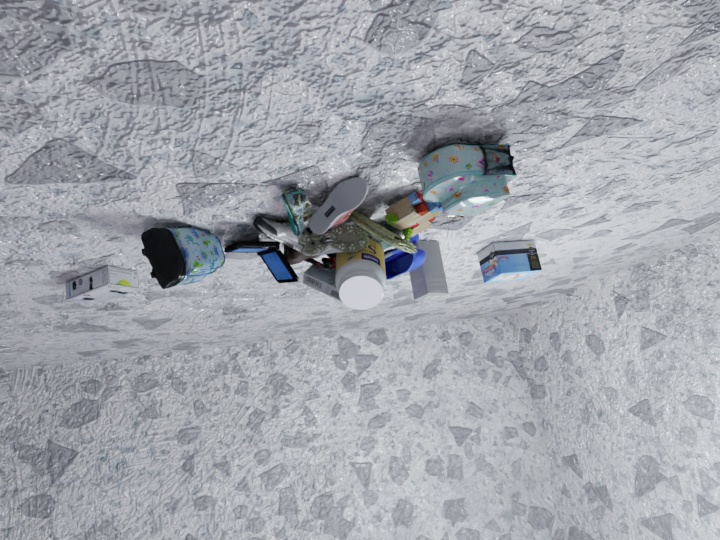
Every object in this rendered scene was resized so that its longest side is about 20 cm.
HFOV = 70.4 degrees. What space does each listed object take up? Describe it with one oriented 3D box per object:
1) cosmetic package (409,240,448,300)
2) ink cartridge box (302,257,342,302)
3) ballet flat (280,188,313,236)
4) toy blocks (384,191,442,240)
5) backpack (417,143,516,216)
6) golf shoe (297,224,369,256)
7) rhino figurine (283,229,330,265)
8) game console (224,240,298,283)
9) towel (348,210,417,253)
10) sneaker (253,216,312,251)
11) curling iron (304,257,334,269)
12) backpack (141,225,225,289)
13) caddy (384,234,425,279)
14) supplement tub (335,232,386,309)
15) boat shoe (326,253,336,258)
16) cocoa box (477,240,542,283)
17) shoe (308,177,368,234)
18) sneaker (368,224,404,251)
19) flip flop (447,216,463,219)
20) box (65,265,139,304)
[{"bbox_3d":[0.235,-0.001,1.814,0.106,0.201,0.090,3,158,-32],"label":"cosmetic package"},{"bbox_3d":[-0.064,0.009,1.587,0.159,0.200,0.048,24,127,12],"label":"ink cartridge box"},{"bbox_3d":[-0.153,-0.147,1.300,0.074,0.075,0.200,-9,163,-4],"label":"ballet flat"},{"bbox_3d":[0.164,-0.164,1.430,0.136,0.101,0.200,-29,159,21],"label":"toy blocks"},{"bbox_3d":[0.237,-0.210,1.183,0.199,0.155,0.176,4,165,-22],"label":"backpack"},{"bbox_3d":[-0.078,-0.080,1.411,0.198,0.079,0.097,-5,176,-16],"label":"golf shoe"},{"bbox_3d":[-0.150,-0.076,1.518,0.199,0.088,0.060,-17,163,23],"label":"rhino figurine"},{"bbox_3d":[-0.293,-0.020,1.492,0.175,0.117,0.200,-1,177,-27],"label":"game console"},{"bbox_3d":[0.057,-0.106,1.422,0.037,0.200,0.148,-59,150,6],"label":"towel"},{"bbox_3d":[-0.208,-0.114,1.416,0.199,0.080,0.074,23,-171,-44],"label":"sneaker"},{"bbox_3d":[-0.159,-0.039,1.570,0.199,0.026,0.049,18,-151,31],"label":"curling iron"},{"bbox_3d":[-0.456,-0.038,1.354,0.153,0.164,0.200,-26,169,4],"label":"backpack"},{"bbox_3d":[0.112,-0.052,1.644,0.105,0.142,0.199,-12,169,-44],"label":"caddy"},{"bbox_3d":[0.000,0.000,1.461,0.144,0.201,0.146,-1,128,-1],"label":"supplement tub"},{"bbox_3d":[-0.052,-0.076,1.613,0.068,0.085,0.200,5,-176,19],"label":"boat shoe"},{"bbox_3d":[0.594,-0.034,2.040,0.198,0.132,0.133,-4,163,-20],"label":"cocoa box"},{"bbox_3d":[-0.045,-0.172,1.302,0.200,0.072,0.091,-40,-179,30],"label":"shoe"},{"bbox_3d":[0.056,-0.095,1.570,0.091,0.078,0.200,8,143,-43],"label":"sneaker"},{"bbox_3d":[0.288,-0.186,1.458,0.080,0.058,0.200,-8,164,-6],"label":"flip flop"},{"bbox_3d":[-0.807,0.048,1.597,0.199,0.061,0.116,-17,163,22],"label":"box"}]
